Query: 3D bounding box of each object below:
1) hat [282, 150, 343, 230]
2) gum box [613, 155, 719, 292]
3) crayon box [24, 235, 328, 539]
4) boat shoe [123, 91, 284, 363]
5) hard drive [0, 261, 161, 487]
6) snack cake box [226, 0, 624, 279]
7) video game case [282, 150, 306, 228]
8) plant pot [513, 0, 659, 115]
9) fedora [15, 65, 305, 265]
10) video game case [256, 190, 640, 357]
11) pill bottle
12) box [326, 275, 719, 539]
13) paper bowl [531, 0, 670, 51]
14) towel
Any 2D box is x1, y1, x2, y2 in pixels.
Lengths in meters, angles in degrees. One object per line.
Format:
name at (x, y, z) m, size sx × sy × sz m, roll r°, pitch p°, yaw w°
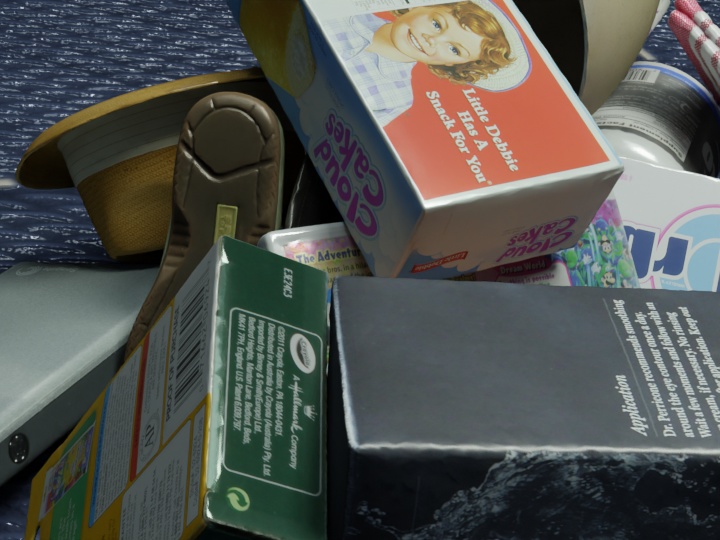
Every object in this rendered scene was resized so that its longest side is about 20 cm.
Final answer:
hat at (0.000, 0.000, 0.867) m, size 0.081 × 0.201 × 0.201 m, roll -4°, pitch 18°, yaw 40°
gum box at (0.190, 0.010, 0.882) m, size 0.200 × 0.114 × 0.066 m, roll 12°, pitch -7°, yaw -3°
crayon box at (-0.080, 0.095, 0.630) m, size 0.052 × 0.200 × 0.126 m, roll 20°, pitch 47°, yaw -23°
boat shoe at (-0.072, 0.010, 0.817) m, size 0.072 × 0.200 × 0.076 m, roll 14°, pitch 2°, yaw 3°
hard drive at (-0.185, 0.049, 0.828) m, size 0.139 × 0.033 × 0.200 m, roll 1°, pitch 24°, yaw 28°
snack cake box at (0.027, -0.095, 0.793) m, size 0.115 × 0.067 × 0.200 m, roll -12°, pitch 58°, yaw -28°
video game case at (-0.021, -0.018, 1.009) m, size 0.181 × 0.036 × 0.200 m, roll -8°, pitch 32°, yaw -21°
plant pot at (0.098, -0.177, 0.908) m, size 0.134 × 0.200 × 0.200 m, roll -29°, pitch 43°, yaw -32°
fedora at (-0.094, -0.053, 0.909) m, size 0.200 × 0.082 × 0.201 m, roll -15°, pitch -8°, yaw -2°
video game case at (0.062, 0.057, 0.782) m, size 0.200 × 0.024 × 0.182 m, roll -8°, pitch 77°, yaw -23°
pill bottle at (0.169, -0.053, 1.026) m, size 0.114 × 0.114 × 0.200 m, roll 14°, pitch 30°, yaw 14°
box at (0.081, 0.116, 0.622) m, size 0.200 × 0.197 × 0.117 m, roll 2°, pitch 30°, yaw -6°
paper bowl at (0.106, -0.149, 1.082) m, size 0.104 × 0.201 × 0.201 m, roll 44°, pitch 32°, yaw -6°
towel at (0.274, -0.079, 0.971) m, size 0.200 × 0.030 × 0.146 m, roll 51°, pitch 9°, yaw 28°
